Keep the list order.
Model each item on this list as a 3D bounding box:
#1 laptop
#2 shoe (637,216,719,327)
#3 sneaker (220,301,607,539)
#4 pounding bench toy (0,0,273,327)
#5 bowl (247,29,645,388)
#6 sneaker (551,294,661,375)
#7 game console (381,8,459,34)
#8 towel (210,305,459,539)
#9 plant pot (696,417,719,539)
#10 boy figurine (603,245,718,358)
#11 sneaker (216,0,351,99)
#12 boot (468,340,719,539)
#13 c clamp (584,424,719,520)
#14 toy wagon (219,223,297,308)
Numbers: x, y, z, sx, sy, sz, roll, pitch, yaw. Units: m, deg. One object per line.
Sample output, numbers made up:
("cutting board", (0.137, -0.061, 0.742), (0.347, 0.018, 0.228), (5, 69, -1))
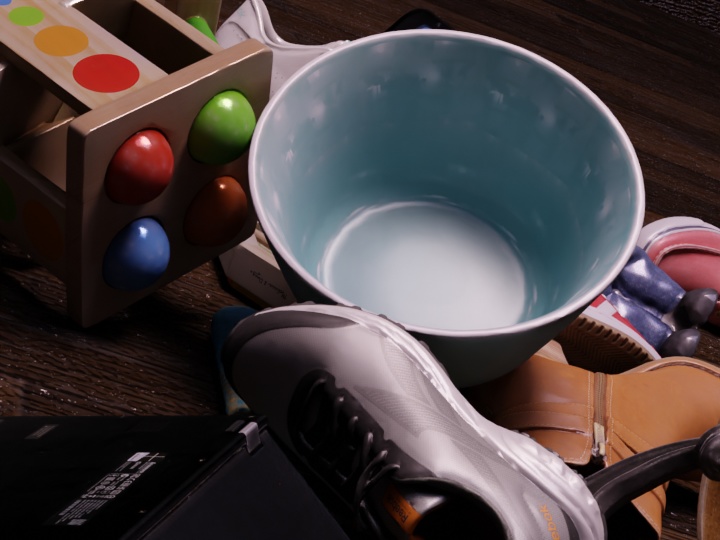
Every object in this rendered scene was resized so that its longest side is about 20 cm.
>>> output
("laptop", (-0.086, 0.134, 0.667), (0.199, 0.117, 0.187), (-1, 11, 17))
("shoe", (0.300, 0.018, 1.380), (0.199, 0.072, 0.091), (18, 13, -34))
("sneaker", (0.014, 0.080, 0.795), (0.200, 0.074, 0.079), (33, 27, 22))
("pounding bench toy", (-0.110, -0.087, 0.954), (0.156, 0.125, 0.200), (35, 47, 29))
("bowl", (0.038, -0.018, 0.928), (0.199, 0.105, 0.202), (4, 53, -5))
("sneaker", (0.112, 0.010, 1.076), (0.200, 0.071, 0.113), (35, 33, -25))
("game console", (0.009, -0.136, 1.372), (0.175, 0.117, 0.200), (10, 22, -38))
("towel", (-0.002, 0.084, 0.897), (0.146, 0.022, 0.200), (18, 21, -16))
("plant pot", (0.298, 0.125, 0.852), (0.199, 0.187, 0.187), (13, 21, -27))
("boy figurine", (0.140, -0.012, 1.193), (0.199, 0.125, 0.064), (34, -22, -6))
("sneaker", (-0.016, -0.103, 1.160), (0.200, 0.089, 0.075), (36, 16, 10))
("boot", (0.151, 0.104, 0.967), (0.199, 0.074, 0.155), (15, 22, -8))
("c clamp", (0.166, 0.130, 0.800), (0.027, 0.170, 0.200), (56, 0, -29))
("toy wagon", (0.000, 0.000, 1.105), (0.155, 0.040, 0.200), (32, 19, 23))
